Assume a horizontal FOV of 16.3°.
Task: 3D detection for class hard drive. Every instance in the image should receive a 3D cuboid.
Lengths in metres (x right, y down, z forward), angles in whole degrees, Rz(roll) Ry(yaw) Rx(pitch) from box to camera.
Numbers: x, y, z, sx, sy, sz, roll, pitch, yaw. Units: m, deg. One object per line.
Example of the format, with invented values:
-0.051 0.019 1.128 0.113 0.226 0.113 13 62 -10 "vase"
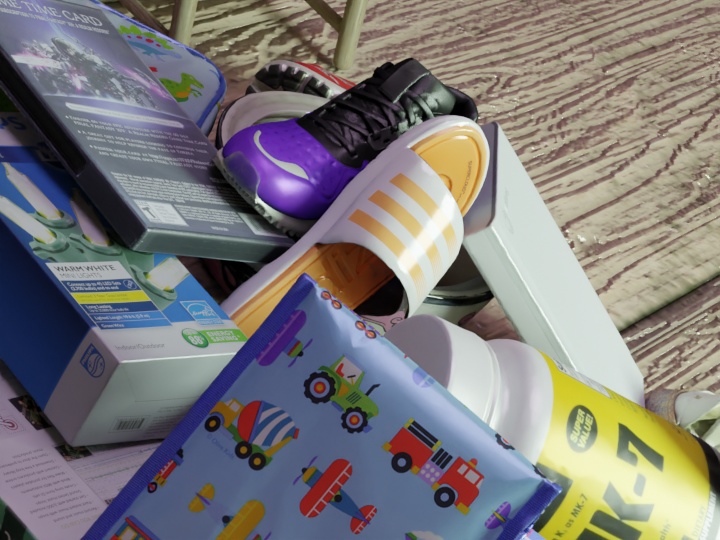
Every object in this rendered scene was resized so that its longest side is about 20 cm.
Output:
0.117 0.023 1.503 0.200 0.026 0.132 58 18 -24 "hard drive"

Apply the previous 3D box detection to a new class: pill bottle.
0.092 0.106 1.332 0.200 0.114 0.114 28 26 -29 "pill bottle"

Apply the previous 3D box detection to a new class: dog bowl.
-0.010 -0.020 1.519 0.200 0.074 0.200 23 28 -13 "dog bowl"

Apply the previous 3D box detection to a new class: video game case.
-0.133 -0.081 1.366 0.200 0.019 0.143 49 21 24 "video game case"

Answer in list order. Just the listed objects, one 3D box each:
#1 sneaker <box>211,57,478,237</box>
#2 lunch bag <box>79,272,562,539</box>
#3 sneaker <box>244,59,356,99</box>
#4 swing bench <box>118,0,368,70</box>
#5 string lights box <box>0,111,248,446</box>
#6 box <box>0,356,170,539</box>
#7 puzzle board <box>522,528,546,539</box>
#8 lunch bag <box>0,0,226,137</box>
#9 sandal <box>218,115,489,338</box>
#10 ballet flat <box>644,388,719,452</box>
0.000 -0.079 1.423 0.070 0.100 0.200 48 26 21 "sneaker"
-0.034 0.130 1.123 0.150 0.200 0.094 40 -16 7 "lunch bag"
0.020 -0.079 1.645 0.200 0.077 0.085 38 22 11 "sneaker"
-0.063 -0.244 1.696 0.130 0.200 0.199 45 31 26 "swing bench"
-0.155 0.001 1.291 0.103 0.059 0.200 -2 42 -50 "string lights box"
-0.143 0.100 1.243 0.200 0.036 0.144 43 31 25 "box"
0.011 0.154 1.170 0.200 0.017 0.151 36 62 9 "puzzle board"
-0.185 -0.111 1.492 0.200 0.083 0.161 28 29 -4 "lunch bag"
0.003 0.005 1.375 0.059 0.207 0.079 42 -8 43 "sandal"
0.212 0.116 1.512 0.068 0.067 0.200 30 27 -15 "ballet flat"
